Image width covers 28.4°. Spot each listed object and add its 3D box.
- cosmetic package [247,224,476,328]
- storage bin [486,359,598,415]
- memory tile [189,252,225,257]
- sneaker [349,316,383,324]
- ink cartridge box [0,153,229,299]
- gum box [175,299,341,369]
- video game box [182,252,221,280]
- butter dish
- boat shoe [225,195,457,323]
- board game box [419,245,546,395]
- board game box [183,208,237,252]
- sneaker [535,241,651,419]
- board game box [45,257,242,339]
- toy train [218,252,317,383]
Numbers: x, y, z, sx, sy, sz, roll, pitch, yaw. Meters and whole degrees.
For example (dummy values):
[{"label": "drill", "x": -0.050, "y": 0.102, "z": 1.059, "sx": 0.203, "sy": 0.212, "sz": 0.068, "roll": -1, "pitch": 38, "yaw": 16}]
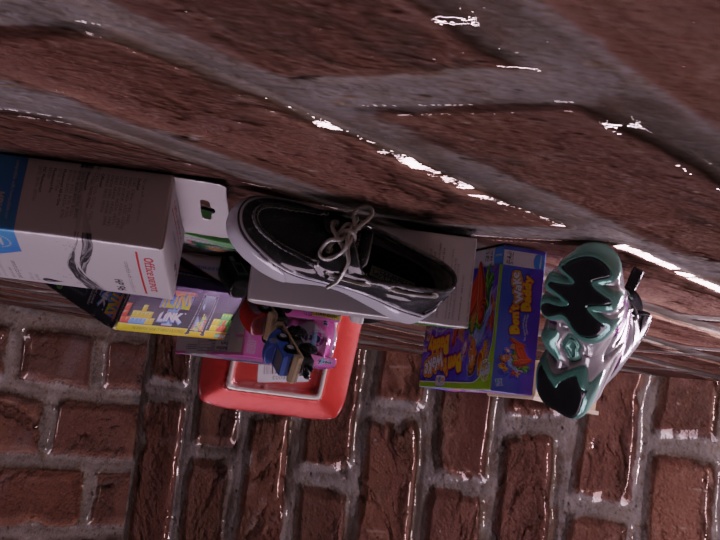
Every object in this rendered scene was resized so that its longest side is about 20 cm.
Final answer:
[{"label": "cosmetic package", "x": 0.000, "y": 0.000, "z": 1.289, "sx": 0.197, "sy": 0.086, "sz": 0.108, "roll": 6, "pitch": 178, "yaw": 0}, {"label": "storage bin", "x": 0.431, "y": 0.273, "z": 3.356, "sx": 0.198, "sy": 0.095, "sz": 0.198, "roll": 14, "pitch": 171, "yaw": -30}, {"label": "memory tile", "x": -0.157, "y": -0.016, "z": 1.664, "sx": 0.197, "sy": 0.017, "sz": 0.153, "roll": 8, "pitch": 174, "yaw": -9}, {"label": "sneaker", "x": 0.047, "y": 0.021, "z": 1.554, "sx": 0.110, "sy": 0.074, "sz": 0.200, "roll": 3, "pitch": -178, "yaw": 4}, {"label": "ink cartridge box", "x": -0.210, "y": -0.032, "z": 1.174, "sx": 0.197, "sy": 0.069, "sz": 0.116, "roll": 7, "pitch": 159, "yaw": 0}, {"label": "gum box", "x": -0.114, "y": 0.069, "z": 1.577, "sx": 0.112, "sy": 0.067, "sz": 0.199, "roll": 10, "pitch": 173, "yaw": -29}, {"label": "video game box", "x": -0.127, "y": 0.019, "z": 1.670, "sx": 0.179, "sy": 0.048, "sz": 0.200, "roll": 5, "pitch": 174, "yaw": -6}, {"label": "butter dish", "x": -0.111, "y": 0.075, "z": 1.870, "sx": 0.197, "sy": 0.202, "sz": 0.148, "roll": 8, "pitch": -163, "yaw": -15}, {"label": "boat shoe", "x": -0.013, "y": -0.015, "z": 1.175, "sx": 0.198, "sy": 0.074, "sz": 0.068, "roll": 28, "pitch": 148, "yaw": -15}, {"label": "board game box", "x": 0.118, "y": 0.052, "z": 1.407, "sx": 0.044, "sy": 0.137, "sz": 0.200, "roll": 8, "pitch": 174, "yaw": -16}, {"label": "board game box", "x": -0.204, "y": -0.047, "z": 1.349, "sx": 0.133, "sy": 0.030, "sz": 0.199, "roll": 1, "pitch": 171, "yaw": 42}, {"label": "sneaker", "x": 0.227, "y": 0.028, "z": 1.307, "sx": 0.077, "sy": 0.202, "sz": 0.140, "roll": 33, "pitch": -130, "yaw": 23}, {"label": "board game box", "x": -0.236, "y": 0.003, "z": 1.423, "sx": 0.164, "sy": 0.057, "sz": 0.199, "roll": 29, "pitch": -172, "yaw": 25}, {"label": "toy train", "x": -0.092, "y": 0.041, "z": 1.349, "sx": 0.045, "sy": 0.034, "sz": 0.200, "roll": 2, "pitch": -149, "yaw": -29}]
